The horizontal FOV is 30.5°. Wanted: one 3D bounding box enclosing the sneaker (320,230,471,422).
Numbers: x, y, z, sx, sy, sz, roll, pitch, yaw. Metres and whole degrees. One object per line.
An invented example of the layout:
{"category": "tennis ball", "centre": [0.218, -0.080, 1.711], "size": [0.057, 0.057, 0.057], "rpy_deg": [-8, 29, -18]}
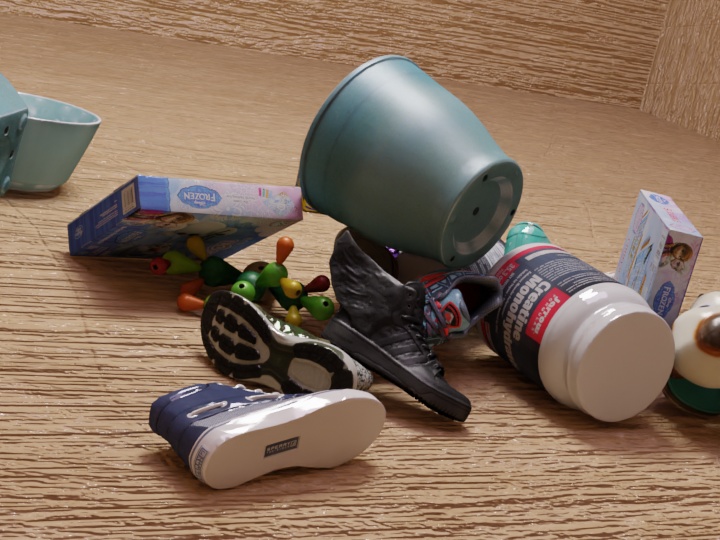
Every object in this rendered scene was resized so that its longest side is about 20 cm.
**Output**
{"category": "sneaker", "centre": [0.041, 0.056, 1.293], "size": [0.199, 0.104, 0.060], "rpy_deg": [31, -9, 13]}

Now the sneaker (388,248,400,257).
{"category": "sneaker", "centre": [0.029, -0.027, 1.676], "size": [0.080, 0.084, 0.200], "rpy_deg": [6, 18, -20]}

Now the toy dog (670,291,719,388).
{"category": "toy dog", "centre": [0.417, 0.101, 1.403], "size": [0.199, 0.195, 0.140], "rpy_deg": [27, -21, -10]}

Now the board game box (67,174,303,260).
{"category": "board game box", "centre": [-0.199, -0.055, 1.486], "size": [0.198, 0.044, 0.200], "rpy_deg": [1, -14, -34]}

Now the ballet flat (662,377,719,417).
{"category": "ballet flat", "centre": [0.401, 0.132, 1.493], "size": [0.199, 0.071, 0.065], "rpy_deg": [8, -9, -28]}

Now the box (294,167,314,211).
{"category": "box", "centre": [0.004, -0.121, 1.995], "size": [0.199, 0.070, 0.064], "rpy_deg": [5, 20, -24]}

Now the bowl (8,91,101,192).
{"category": "bowl", "centre": [-0.448, -0.168, 1.727], "size": [0.200, 0.106, 0.201], "rpy_deg": [14, 13, -3]}

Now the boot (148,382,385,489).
{"category": "boot", "centre": [-0.075, 0.121, 1.108], "size": [0.199, 0.073, 0.090], "rpy_deg": [-4, 29, -43]}

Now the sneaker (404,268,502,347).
{"category": "sneaker", "centre": [0.067, 0.042, 1.370], "size": [0.200, 0.080, 0.095], "rpy_deg": [-27, 12, -35]}

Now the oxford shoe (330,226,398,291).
{"category": "oxford shoe", "centre": [0.000, 0.000, 1.473], "size": [0.075, 0.070, 0.200], "rpy_deg": [49, 11, -35]}

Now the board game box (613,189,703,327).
{"category": "board game box", "centre": [0.327, 0.026, 1.520], "size": [0.041, 0.201, 0.200], "rpy_deg": [14, 17, -1]}

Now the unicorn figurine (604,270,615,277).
{"category": "unicorn figurine", "centre": [0.299, 0.032, 1.732], "size": [0.137, 0.074, 0.200], "rpy_deg": [6, 0, 12]}

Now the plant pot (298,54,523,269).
{"category": "plant pot", "centre": [0.067, -0.104, 1.444], "size": [0.188, 0.201, 0.200], "rpy_deg": [36, 26, 32]}

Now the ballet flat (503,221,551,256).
{"category": "ballet flat", "centre": [0.213, 0.031, 1.566], "size": [0.067, 0.200, 0.071], "rpy_deg": [-1, 49, 31]}

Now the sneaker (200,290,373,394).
{"category": "sneaker", "centre": [-0.071, 0.082, 1.281], "size": [0.199, 0.077, 0.088], "rpy_deg": [29, 10, 29]}

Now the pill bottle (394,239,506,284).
{"category": "pill bottle", "centre": [0.123, 0.011, 1.578], "size": [0.106, 0.107, 0.200], "rpy_deg": [22, 18, 29]}

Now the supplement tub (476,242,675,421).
{"category": "supplement tub", "centre": [0.227, 0.064, 1.418], "size": [0.140, 0.141, 0.200], "rpy_deg": [4, 18, -29]}

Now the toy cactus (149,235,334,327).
{"category": "toy cactus", "centre": [-0.120, 0.006, 1.460], "size": [0.199, 0.103, 0.165], "rpy_deg": [6, 5, 7]}

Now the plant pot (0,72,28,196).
{"category": "plant pot", "centre": [-0.511, -0.164, 1.549], "size": [0.199, 0.197, 0.196], "rpy_deg": [22, 17, 4]}
